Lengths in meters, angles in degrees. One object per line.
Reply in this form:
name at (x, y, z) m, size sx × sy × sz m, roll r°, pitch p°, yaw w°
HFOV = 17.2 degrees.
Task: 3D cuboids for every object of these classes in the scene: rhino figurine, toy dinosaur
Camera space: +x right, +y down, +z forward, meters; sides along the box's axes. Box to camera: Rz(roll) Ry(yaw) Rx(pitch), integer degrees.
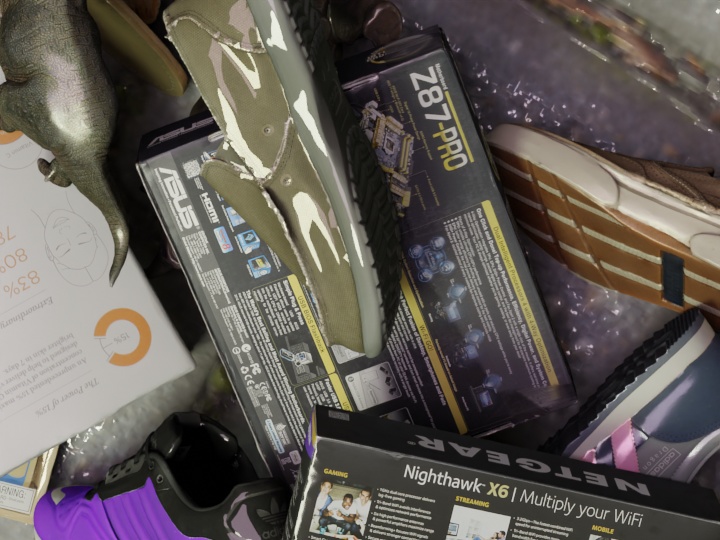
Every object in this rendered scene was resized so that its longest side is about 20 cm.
rhino figurine at (-0.056, -0.074, 1.216) m, size 0.060 × 0.087 × 0.200 m, roll 26°, pitch 109°, yaw -27°
toy dinosaur at (-0.146, -0.093, 1.121) m, size 0.077 × 0.102 × 0.200 m, roll -1°, pitch 81°, yaw -20°

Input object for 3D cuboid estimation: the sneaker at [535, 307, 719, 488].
sneaker at (0.122, 0.113, 1.167) m, size 0.082 × 0.070 × 0.200 m, roll 42°, pitch 112°, yaw -5°

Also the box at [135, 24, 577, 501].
box at (0.000, 0.000, 1.171) m, size 0.161 × 0.049 × 0.200 m, roll -20°, pitch 110°, yaw 7°

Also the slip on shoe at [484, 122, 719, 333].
slip on shoe at (0.152, -0.025, 1.167) m, size 0.200 × 0.061 × 0.076 m, roll 26°, pitch 148°, yaw 25°

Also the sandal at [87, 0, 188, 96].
sandal at (-0.154, -0.185, 1.236) m, size 0.212 × 0.078 × 0.070 m, roll 39°, pitch 74°, yaw -6°

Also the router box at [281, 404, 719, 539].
router box at (0.056, 0.162, 1.119) m, size 0.200 × 0.052 × 0.158 m, roll 13°, pitch 104°, yaw -5°

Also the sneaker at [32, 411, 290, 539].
sneaker at (-0.098, 0.118, 1.222) m, size 0.200 × 0.069 × 0.100 m, roll 11°, pitch 106°, yaw 47°

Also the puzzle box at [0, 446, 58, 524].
puzzle box at (-0.251, 0.049, 1.280) m, size 0.200 × 0.025 × 0.133 m, roll 15°, pitch 101°, yaw -7°

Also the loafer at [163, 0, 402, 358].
loafer at (-0.035, -0.051, 1.096) m, size 0.070 × 0.075 × 0.200 m, roll -15°, pitch 105°, yaw 15°

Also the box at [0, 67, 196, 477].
box at (-0.188, -0.007, 1.213) m, size 0.124 × 0.097 × 0.200 m, roll -29°, pitch 93°, yaw -8°
